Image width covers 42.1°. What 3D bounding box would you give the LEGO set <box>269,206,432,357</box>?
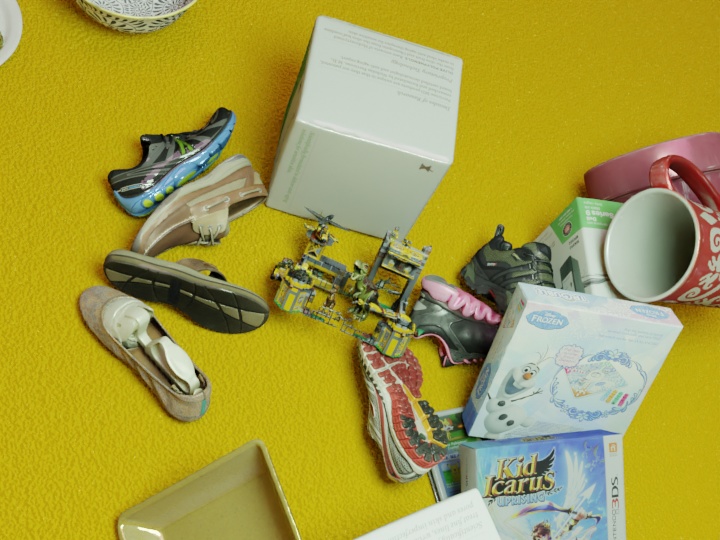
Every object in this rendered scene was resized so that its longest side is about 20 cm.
[{"bbox_3d":[0.000,0.000,1.118,0.199,0.116,0.154,27,24,3],"label":"LEGO set"}]

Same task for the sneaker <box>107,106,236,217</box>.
[{"bbox_3d":[-0.230,-0.150,1.166,0.083,0.071,0.200,46,61,0],"label":"sneaker"}]

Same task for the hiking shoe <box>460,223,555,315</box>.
[{"bbox_3d":[0.213,0.016,1.177,0.076,0.101,0.200,20,14,-48],"label":"hiking shoe"}]

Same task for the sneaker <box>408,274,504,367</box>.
[{"bbox_3d":[0.143,0.087,1.188,0.199,0.079,0.096,29,92,-16],"label":"sneaker"}]

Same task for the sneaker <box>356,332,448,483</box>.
[{"bbox_3d":[0.031,0.156,1.098,0.077,0.082,0.201,13,41,-31],"label":"sneaker"}]

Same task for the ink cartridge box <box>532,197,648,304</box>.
[{"bbox_3d":[0.296,0.029,1.219,0.083,0.146,0.201,7,61,-17],"label":"ink cartridge box"}]

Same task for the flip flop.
[{"bbox_3d":[-0.198,0.015,1.090,0.199,0.081,0.058,20,46,-8],"label":"flip flop"}]

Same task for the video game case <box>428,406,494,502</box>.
[{"bbox_3d":[0.179,0.248,1.135,0.198,0.022,0.184,-7,66,-22],"label":"video game case"}]

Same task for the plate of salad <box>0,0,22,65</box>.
[{"bbox_3d":[-0.525,-0.321,1.163,0.198,0.048,0.202,8,61,-15],"label":"plate of salad"}]

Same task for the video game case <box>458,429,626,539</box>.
[{"bbox_3d":[0.211,0.283,1.072,0.198,0.045,0.183,-2,88,-22],"label":"video game case"}]

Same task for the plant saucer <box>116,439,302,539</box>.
[{"bbox_3d":[-0.129,0.298,0.928,0.048,0.199,0.201,16,46,-64],"label":"plant saucer"}]

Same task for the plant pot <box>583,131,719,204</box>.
[{"bbox_3d":[0.431,-0.077,1.312,0.199,0.200,0.180,-12,83,-25],"label":"plant pot"}]

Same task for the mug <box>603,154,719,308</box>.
[{"bbox_3d":[0.419,-0.036,1.137,0.199,0.133,0.179,10,100,-34],"label":"mug"}]

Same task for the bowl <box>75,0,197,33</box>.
[{"bbox_3d":[-0.308,-0.384,1.248,0.199,0.094,0.202,9,60,-16],"label":"bowl"}]

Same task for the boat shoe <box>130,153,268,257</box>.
[{"bbox_3d":[-0.190,-0.067,1.137,0.072,0.076,0.200,46,59,5],"label":"boat shoe"}]

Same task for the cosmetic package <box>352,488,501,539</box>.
[{"bbox_3d":[0.049,0.342,0.931,0.164,0.200,0.166,-16,70,-27],"label":"cosmetic package"}]

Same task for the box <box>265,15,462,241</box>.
[{"bbox_3d":[0.002,-0.172,1.188,0.198,0.199,0.172,14,60,-11],"label":"box"}]

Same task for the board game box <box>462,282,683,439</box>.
[{"bbox_3d":[0.245,0.120,1.101,0.198,0.200,0.043,10,31,-15],"label":"board game box"}]

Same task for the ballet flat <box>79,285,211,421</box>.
[{"bbox_3d":[-0.235,0.079,1.045,0.200,0.067,0.068,44,54,6],"label":"ballet flat"}]
